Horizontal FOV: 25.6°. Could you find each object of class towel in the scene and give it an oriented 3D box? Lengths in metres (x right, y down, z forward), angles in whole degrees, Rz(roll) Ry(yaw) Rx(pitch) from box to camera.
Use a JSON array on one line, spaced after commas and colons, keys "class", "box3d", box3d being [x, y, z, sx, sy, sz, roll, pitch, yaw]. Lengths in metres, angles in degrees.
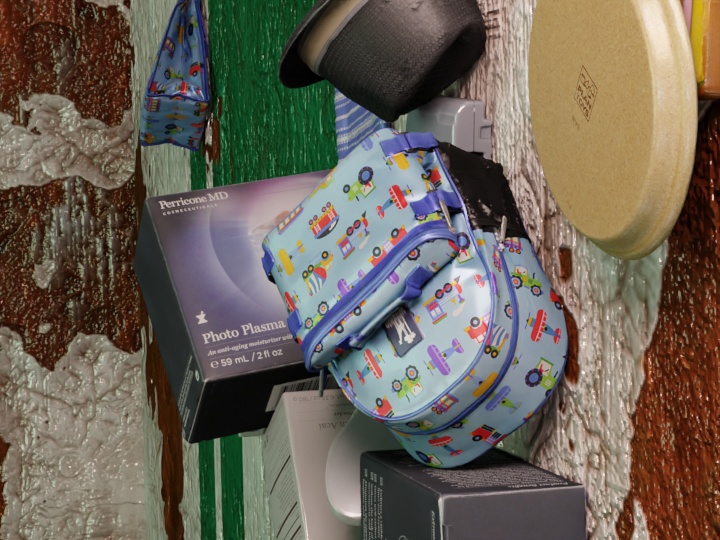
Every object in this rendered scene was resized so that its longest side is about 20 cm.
[{"class": "towel", "box3d": [-0.002, -0.141, 1.502, 0.145, 0.024, 0.202, 156, 111, -72]}]

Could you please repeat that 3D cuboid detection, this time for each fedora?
[{"class": "fedora", "box3d": [0.031, -0.175, 1.202, 0.092, 0.200, 0.201, 53, 156, 8]}]

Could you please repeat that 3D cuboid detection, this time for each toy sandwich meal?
[{"class": "toy sandwich meal", "box3d": [0.156, -0.108, 0.886, 0.205, 0.070, 0.207, 173, 90, -73]}]

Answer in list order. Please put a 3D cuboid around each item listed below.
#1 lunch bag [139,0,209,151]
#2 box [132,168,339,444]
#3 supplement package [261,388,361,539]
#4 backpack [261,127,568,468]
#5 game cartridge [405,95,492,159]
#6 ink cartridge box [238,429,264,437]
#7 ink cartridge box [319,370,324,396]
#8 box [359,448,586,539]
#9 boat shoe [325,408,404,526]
[{"class": "lunch bag", "box3d": [-0.269, -0.301, 2.327, 0.151, 0.093, 0.202, 115, 158, -63]}, {"class": "box", "box3d": [-0.087, 0.028, 1.458, 0.124, 0.198, 0.199, 111, 143, -53]}, {"class": "supplement package", "box3d": [-0.009, 0.218, 1.399, 0.120, 0.120, 0.201, 117, 147, -59]}, {"class": "backpack", "box3d": [0.042, 0.028, 1.108, 0.182, 0.134, 0.201, -39, 54, 25]}, {"class": "game cartridge", "box3d": [0.066, -0.037, 1.259, 0.133, 0.040, 0.202, -147, 56, -75]}, {"class": "ink cartridge box", "box3d": [-0.126, 0.125, 1.956, 0.200, 0.037, 0.095, 112, 152, -61]}, {"class": "ink cartridge box", "box3d": [0.000, 0.000, 1.331, 0.095, 0.037, 0.201, 96, -173, -59]}, {"class": "box", "box3d": [0.076, 0.213, 1.129, 0.200, 0.106, 0.150, -171, 79, -74]}, {"class": "boat shoe", "box3d": [0.019, 0.132, 1.295, 0.066, 0.071, 0.201, 91, -170, -48]}]
